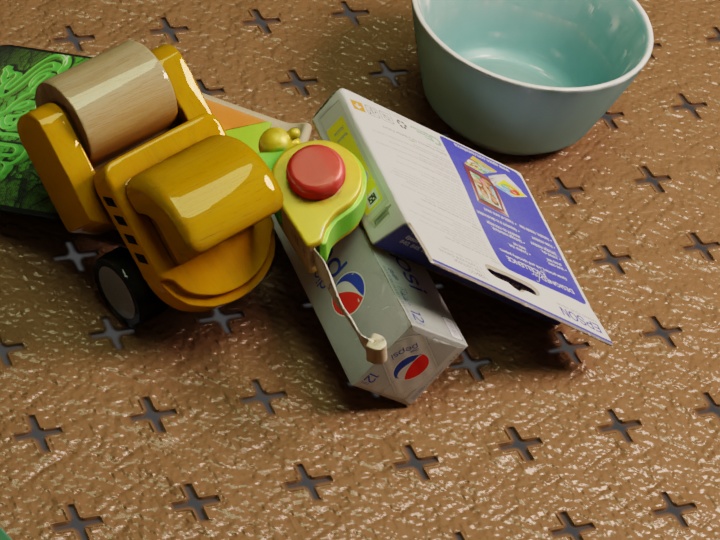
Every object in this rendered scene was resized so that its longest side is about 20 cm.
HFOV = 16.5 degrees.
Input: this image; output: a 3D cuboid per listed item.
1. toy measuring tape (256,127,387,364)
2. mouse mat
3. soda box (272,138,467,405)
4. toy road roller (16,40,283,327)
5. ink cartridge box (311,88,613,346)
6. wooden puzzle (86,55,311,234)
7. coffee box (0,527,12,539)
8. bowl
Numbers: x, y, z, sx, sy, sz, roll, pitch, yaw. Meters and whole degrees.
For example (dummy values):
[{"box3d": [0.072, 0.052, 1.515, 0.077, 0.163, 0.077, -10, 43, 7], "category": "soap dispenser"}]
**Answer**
[{"box3d": [-0.011, -0.027, 1.729, 0.073, 0.074, 0.200, -15, 58, -31], "category": "toy measuring tape"}, {"box3d": [-0.249, -0.108, 1.868, 0.161, 0.008, 0.200, 10, 40, 19], "category": "mouse mat"}, {"box3d": [0.000, 0.000, 1.796, 0.063, 0.068, 0.200, 21, 30, -43], "category": "soda box"}, {"box3d": [-0.134, -0.068, 1.736, 0.123, 0.146, 0.200, -30, 93, -27], "category": "toy road roller"}, {"box3d": [0.074, -0.029, 1.827, 0.198, 0.047, 0.200, 24, 31, -39], "category": "ink cartridge box"}, {"box3d": [-0.149, -0.089, 1.892, 0.200, 0.037, 0.185, 16, 41, 1], "category": "wooden puzzle"}, {"box3d": [-0.271, 0.232, 1.482, 0.200, 0.044, 0.123, -26, 56, -38], "category": "coffee box"}, {"box3d": [0.128, -0.169, 2.017, 0.200, 0.105, 0.201, 9, 40, -8], "category": "bowl"}]
